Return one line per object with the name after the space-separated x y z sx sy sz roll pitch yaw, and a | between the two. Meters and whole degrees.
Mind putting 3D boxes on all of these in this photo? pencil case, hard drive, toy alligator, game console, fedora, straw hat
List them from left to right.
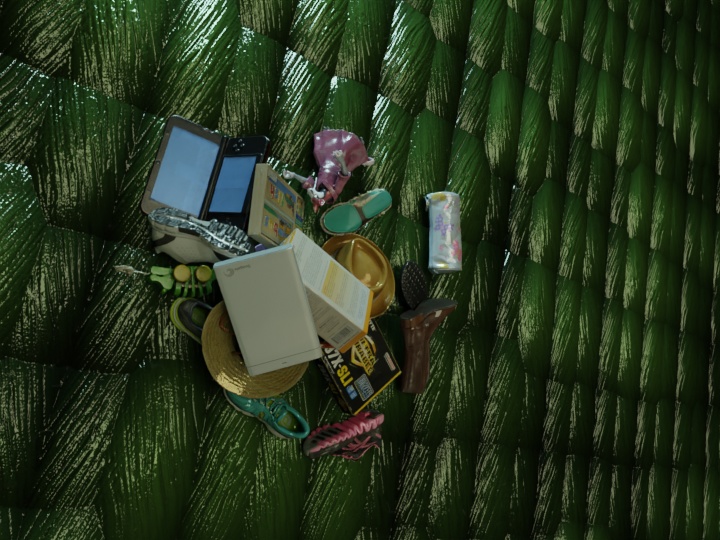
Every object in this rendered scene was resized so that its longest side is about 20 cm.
-0.334 0.021 0.970 0.197 0.059 0.055 1 80 -34 | toy alligator
-0.282 -0.177 0.997 0.118 0.170 0.203 32 67 -56 | game console
-0.183 0.118 0.969 0.197 0.085 0.205 -3 109 -7 | straw hat
-0.150 0.068 0.897 0.130 0.027 0.203 -14 110 -2 | hard drive
0.000 0.000 1.155 0.197 0.082 0.204 9 64 -19 | fedora
0.205 -0.093 1.335 0.090 0.082 0.204 0 86 -40 | pencil case

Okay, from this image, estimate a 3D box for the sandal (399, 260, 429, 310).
0.128 0.070 1.296 0.075 0.048 0.203 -34 118 -30 | sandal

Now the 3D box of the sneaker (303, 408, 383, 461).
-0.029 0.369 1.148 0.198 0.079 0.097 -11 103 -33 | sneaker

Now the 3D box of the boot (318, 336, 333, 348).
-0.066 0.124 1.056 0.198 0.107 0.076 8 93 -37 | boot

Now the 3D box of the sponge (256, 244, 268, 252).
-0.192 0.056 1.083 0.111 0.030 0.203 -30 101 -34 | sponge

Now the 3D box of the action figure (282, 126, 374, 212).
-0.067 -0.203 1.156 0.149 0.132 0.203 48 49 -51 | action figure

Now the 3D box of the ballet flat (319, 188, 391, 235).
-0.014 -0.124 1.201 0.198 0.064 0.077 -24 98 -31 | ballet flat

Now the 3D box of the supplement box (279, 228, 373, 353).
-0.075 0.037 0.984 0.199 0.073 0.127 40 30 -17 | supplement box

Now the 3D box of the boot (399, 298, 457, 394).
0.159 0.179 1.275 0.184 0.064 0.203 -16 111 -34 | boot

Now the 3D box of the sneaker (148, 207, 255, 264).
-0.277 -0.044 0.954 0.197 0.081 0.074 20 33 7 | sneaker

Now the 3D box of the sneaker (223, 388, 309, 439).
-0.175 0.260 1.047 0.200 0.079 0.078 41 65 -23 | sneaker

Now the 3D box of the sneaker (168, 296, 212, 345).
-0.260 0.121 1.001 0.199 0.080 0.075 39 66 -25 | sneaker

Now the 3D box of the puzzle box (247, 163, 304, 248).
-0.157 -0.105 1.047 0.200 0.025 0.135 40 53 -71 | puzzle box

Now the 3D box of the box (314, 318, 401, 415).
-0.016 0.184 1.182 0.159 0.049 0.202 -34 105 -30 | box
